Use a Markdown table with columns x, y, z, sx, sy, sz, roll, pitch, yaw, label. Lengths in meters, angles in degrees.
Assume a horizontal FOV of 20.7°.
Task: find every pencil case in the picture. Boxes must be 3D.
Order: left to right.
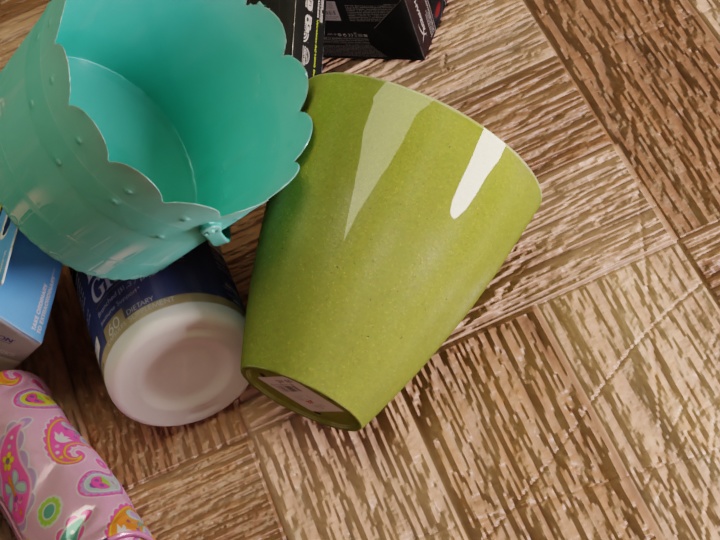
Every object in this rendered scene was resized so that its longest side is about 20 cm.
| x | y | z | sx | sy | sz | roll | pitch | yaw | label |
| --- | --- | --- | --- | --- | --- | --- | --- | --- | --- |
| -0.210 | 0.154 | 1.340 | 0.087 | 0.088 | 0.200 | -34 | 49 | -11 | pencil case |

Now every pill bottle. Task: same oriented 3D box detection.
| x | y | z | sx | sy | sz | roll | pitch | yaw | label |
| --- | --- | --- | --- | --- | --- | --- | --- | --- | --- |
| -0.152 | 0.006 | 1.429 | 0.110 | 0.111 | 0.201 | -24 | 47 | -2 | pill bottle |

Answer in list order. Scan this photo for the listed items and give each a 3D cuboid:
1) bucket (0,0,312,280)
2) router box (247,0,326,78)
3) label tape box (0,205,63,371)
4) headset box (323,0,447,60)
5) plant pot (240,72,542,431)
| x | y | z | sx | sy | sz | roll | pitch | yaw | label |
| --- | --- | --- | --- | --- | --- | --- | --- | --- | --- |
| -0.145 | -0.101 | 1.311 | 0.135 | 0.206 | 0.208 | -35 | 32 | 44 | bucket |
| -0.127 | -0.175 | 1.560 | 0.198 | 0.062 | 0.151 | 4 | 89 | 23 | router box |
| -0.250 | -0.007 | 1.417 | 0.200 | 0.066 | 0.144 | -34 | 39 | 52 | label tape box |
| 0.006 | -0.272 | 1.636 | 0.147 | 0.075 | 0.201 | 4 | 53 | 23 | headset box |
| 0.000 | 0.000 | 1.353 | 0.186 | 0.187 | 0.201 | 17 | 71 | 31 | plant pot |
